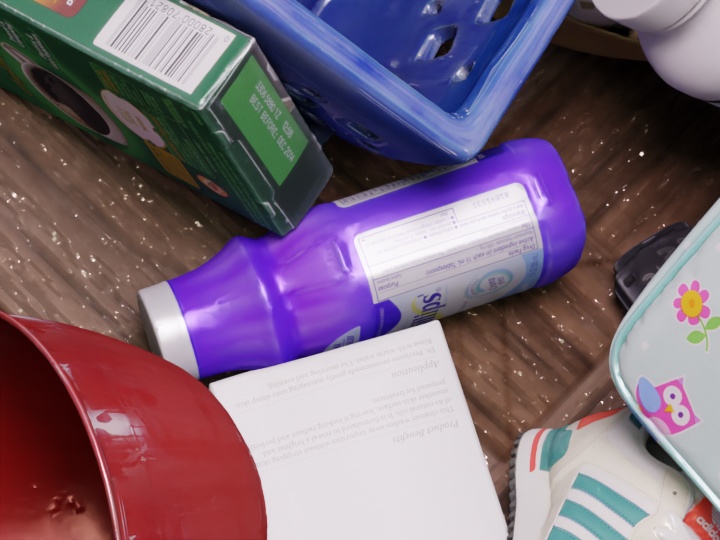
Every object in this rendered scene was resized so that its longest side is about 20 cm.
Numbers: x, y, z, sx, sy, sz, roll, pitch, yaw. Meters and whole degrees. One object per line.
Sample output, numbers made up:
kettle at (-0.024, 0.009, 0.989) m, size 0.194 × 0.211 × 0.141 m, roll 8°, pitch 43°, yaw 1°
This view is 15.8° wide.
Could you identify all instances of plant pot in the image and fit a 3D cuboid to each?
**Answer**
plant pot at (-0.017, -0.172, 1.148) m, size 0.200 × 0.180 × 0.200 m, roll 37°, pitch 74°, yaw -22°

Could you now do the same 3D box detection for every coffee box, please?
coffee box at (-0.115, -0.097, 1.135) m, size 0.200 × 0.123 × 0.044 m, roll 28°, pitch 75°, yaw 28°

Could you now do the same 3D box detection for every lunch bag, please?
lunch bag at (0.207, 0.015, 1.058) m, size 0.160 × 0.077 × 0.200 m, roll 49°, pitch 114°, yaw 21°

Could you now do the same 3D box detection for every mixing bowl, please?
mixing bowl at (-0.109, 0.109, 1.093) m, size 0.108 × 0.200 × 0.200 m, roll -7°, pitch 73°, yaw -36°

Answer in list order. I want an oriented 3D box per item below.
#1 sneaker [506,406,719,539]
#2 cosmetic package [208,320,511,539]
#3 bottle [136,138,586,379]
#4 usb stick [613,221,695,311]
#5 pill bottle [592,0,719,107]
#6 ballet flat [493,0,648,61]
sneaker at (0.117, 0.122, 1.096) m, size 0.093 × 0.200 × 0.070 m, roll -22°, pitch 120°, yaw 16°
cosmetic package at (0.010, 0.135, 1.137) m, size 0.113 × 0.081 × 0.200 m, roll -14°, pitch 77°, yaw -8°
bottle at (0.000, 0.000, 1.171) m, size 0.200 × 0.084 × 0.065 m, roll -19°, pitch 77°, yaw -11°
usb stick at (0.182, 0.058, 1.163) m, size 0.055 × 0.033 × 0.200 m, roll -31°, pitch 56°, yaw -4°
pill bottle at (0.199, -0.114, 1.120) m, size 0.200 × 0.112 × 0.113 m, roll 19°, pitch 71°, yaw -31°
ballet flat at (0.146, -0.132, 1.231) m, size 0.200 × 0.063 × 0.069 m, roll 16°, pitch 74°, yaw 0°
